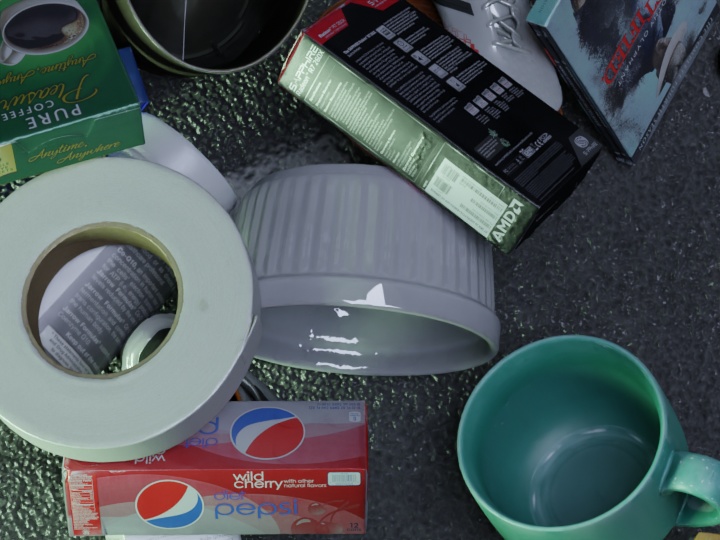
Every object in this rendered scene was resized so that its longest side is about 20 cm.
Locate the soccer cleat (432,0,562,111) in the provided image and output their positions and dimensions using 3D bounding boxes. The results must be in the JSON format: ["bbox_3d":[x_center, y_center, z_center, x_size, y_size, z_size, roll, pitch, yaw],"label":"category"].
[{"bbox_3d":[0.090,-0.194,1.703,0.068,0.085,0.200,-6,53,-33],"label":"soccer cleat"}]

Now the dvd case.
[{"bbox_3d":[0.193,-0.185,1.723,0.022,0.200,0.146,22,74,33],"label":"dvd case"}]

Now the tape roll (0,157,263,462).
[{"bbox_3d":[-0.164,0.024,1.555,0.202,0.037,0.203,-2,70,5],"label":"tape roll"}]

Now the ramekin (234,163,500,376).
[{"bbox_3d":[0.000,0.000,1.651,0.199,0.200,0.105,8,74,-11],"label":"ramekin"}]

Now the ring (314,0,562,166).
[{"bbox_3d":[0.057,-0.132,1.703,0.200,0.019,0.201,16,44,-16],"label":"ring"}]

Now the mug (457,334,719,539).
[{"bbox_3d":[0.164,0.148,1.682,0.152,0.114,0.185,-37,54,-2],"label":"mug"}]

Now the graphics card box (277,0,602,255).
[{"bbox_3d":[0.055,-0.106,1.615,0.200,0.125,0.051,36,123,8],"label":"graphics card box"}]

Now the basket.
[{"bbox_3d":[-0.113,-0.204,1.639,0.136,0.200,0.181,3,82,-12],"label":"basket"}]

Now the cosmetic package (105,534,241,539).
[{"bbox_3d":[-0.115,0.257,1.642,0.085,0.108,0.201,-13,89,-14],"label":"cosmetic package"}]

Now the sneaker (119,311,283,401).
[{"bbox_3d":[-0.083,0.109,1.655,0.200,0.079,0.074,42,81,-36],"label":"sneaker"}]

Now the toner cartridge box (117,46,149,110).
[{"bbox_3d":[-0.251,-0.100,1.655,0.199,0.095,0.043,-18,87,-14],"label":"toner cartridge box"}]

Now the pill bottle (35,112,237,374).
[{"bbox_3d":[-0.184,-0.006,1.649,0.113,0.113,0.200,43,78,-5],"label":"pill bottle"}]

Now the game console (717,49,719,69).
[{"bbox_3d":[0.399,-0.141,1.785,0.200,0.119,0.173,-27,91,-14],"label":"game console"}]

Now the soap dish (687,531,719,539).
[{"bbox_3d":[0.229,0.283,1.694,0.081,0.157,0.200,27,79,9],"label":"soap dish"}]

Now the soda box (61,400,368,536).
[{"bbox_3d":[-0.094,0.130,1.579,0.199,0.064,0.070,0,41,-1],"label":"soda box"}]

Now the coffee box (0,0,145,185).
[{"bbox_3d":[-0.230,-0.150,1.602,0.123,0.044,0.200,-18,54,-13],"label":"coffee box"}]
